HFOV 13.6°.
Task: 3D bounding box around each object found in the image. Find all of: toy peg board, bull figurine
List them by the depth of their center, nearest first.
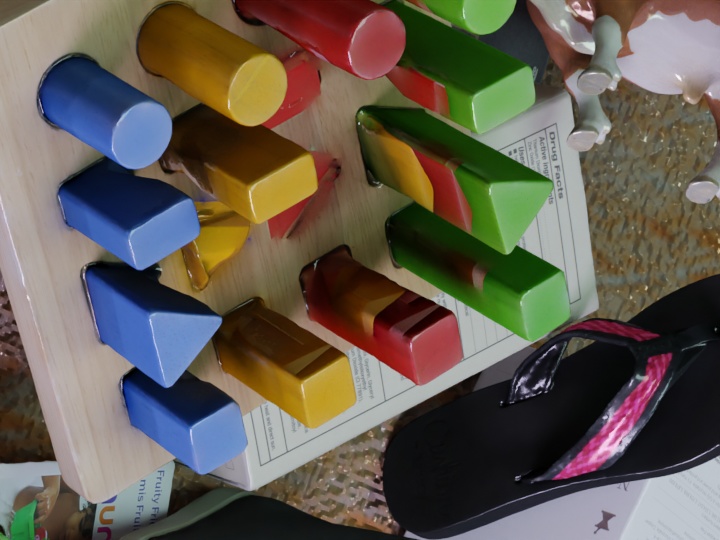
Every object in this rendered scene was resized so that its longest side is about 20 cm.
[{"bbox_3d":[-0.022,-0.028,1.079,0.199,0.098,0.201,-31,128,-26],"label":"toy peg board"},{"bbox_3d":[0.115,-0.103,1.256,0.199,0.065,0.122,16,53,-25],"label":"bull figurine"}]

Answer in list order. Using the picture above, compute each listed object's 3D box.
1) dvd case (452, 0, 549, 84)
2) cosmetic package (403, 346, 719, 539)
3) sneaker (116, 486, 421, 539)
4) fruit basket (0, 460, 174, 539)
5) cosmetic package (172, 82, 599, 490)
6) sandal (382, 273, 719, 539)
[{"bbox_3d":[0.029,-0.172,1.263,0.199,0.016,0.150,20,87,-43],"label":"dvd case"},{"bbox_3d":[0.076,0.144,1.317,0.081,0.112,0.201,40,71,-47],"label":"cosmetic package"},{"bbox_3d":[-0.039,0.137,1.163,0.200,0.106,0.075,-42,135,-62],"label":"sneaker"},{"bbox_3d":[-0.145,0.165,1.138,0.199,0.093,0.187,4,98,-46],"label":"fruit basket"},{"bbox_3d":[0.000,0.000,1.240,0.199,0.073,0.104,-25,116,-36],"label":"cosmetic package"},{"bbox_3d":[0.092,0.057,1.269,0.045,0.199,0.075,39,32,-52],"label":"sandal"}]
